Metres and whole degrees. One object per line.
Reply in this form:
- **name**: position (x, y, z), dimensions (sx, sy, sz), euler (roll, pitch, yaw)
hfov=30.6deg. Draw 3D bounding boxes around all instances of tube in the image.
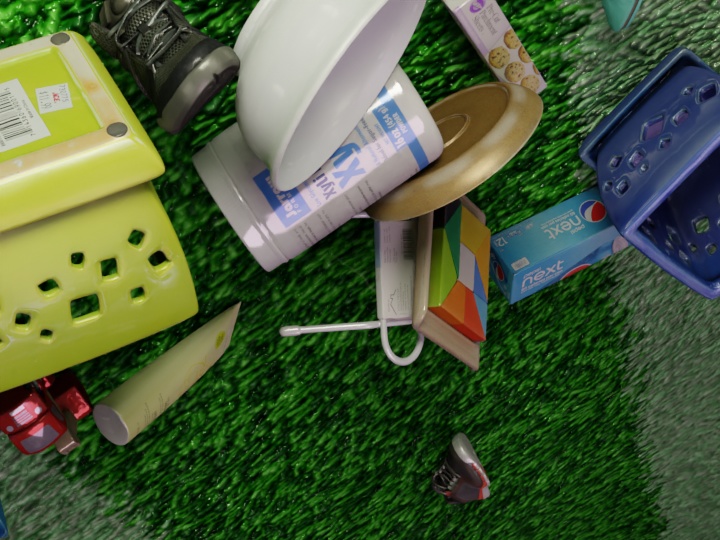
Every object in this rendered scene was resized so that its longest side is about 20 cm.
- **tube**: position (-0.194, 0.106, 1.381), dimensions (0.058, 0.052, 0.200), euler (-11, -158, 43)

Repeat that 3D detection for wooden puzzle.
- **wooden puzzle**: position (0.105, -0.004, 1.434), dimensions (0.037, 0.187, 0.200), euler (-4, 160, 22)

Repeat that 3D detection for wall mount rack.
- **wall mount rack**: position (0.000, 0.000, 1.372), dimensions (0.173, 0.203, 0.074), euler (-3, 180, -44)

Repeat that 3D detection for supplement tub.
- **supplement tub**: position (-0.037, -0.106, 1.190), dimensions (0.199, 0.132, 0.132), euler (-35, 149, 0)

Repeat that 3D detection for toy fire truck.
- **toy fire truck**: position (-0.302, 0.127, 1.252), dimensions (0.048, 0.200, 0.142), euler (-32, 121, -3)

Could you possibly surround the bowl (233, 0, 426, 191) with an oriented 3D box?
- **bowl**: position (-0.039, -0.169, 1.030), dimensions (0.202, 0.090, 0.201), euler (-53, 174, -9)

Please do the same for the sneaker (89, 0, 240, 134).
- **sneaker**: position (-0.150, -0.165, 0.978), dimensions (0.076, 0.199, 0.114), euler (-44, 105, 1)

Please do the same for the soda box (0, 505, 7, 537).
- **soda box**: position (-0.361, 0.138, 1.136), dimensions (0.063, 0.201, 0.068), euler (-17, 147, -11)

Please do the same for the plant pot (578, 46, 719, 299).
- **plant pot**: position (0.376, -0.120, 1.484), dimensions (0.199, 0.181, 0.200), euler (29, 114, -37)

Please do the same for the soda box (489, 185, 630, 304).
- **soda box**: position (0.254, -0.039, 1.623), dimensions (0.198, 0.064, 0.068), euler (-25, 148, -14)

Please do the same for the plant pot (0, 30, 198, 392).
- **plant pot**: position (-0.252, -0.055, 1.004), dimensions (0.197, 0.201, 0.183), euler (-21, 141, -19)

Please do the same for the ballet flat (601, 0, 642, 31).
- **ballet flat**: position (0.251, -0.317, 1.249), dimensions (0.070, 0.068, 0.201), euler (5, 137, -12)

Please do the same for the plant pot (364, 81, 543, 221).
- **plant pot**: position (0.081, -0.121, 1.258), dimensions (0.199, 0.200, 0.028), euler (-35, 114, 2)

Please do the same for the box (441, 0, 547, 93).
- **box**: position (0.129, -0.223, 1.274), dimensions (0.041, 0.039, 0.200), euler (-38, 149, 6)

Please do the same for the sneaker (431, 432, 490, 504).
- **sneaker**: position (0.148, 0.316, 2.008), dimensions (0.081, 0.078, 0.201), euler (-24, 148, -3)
